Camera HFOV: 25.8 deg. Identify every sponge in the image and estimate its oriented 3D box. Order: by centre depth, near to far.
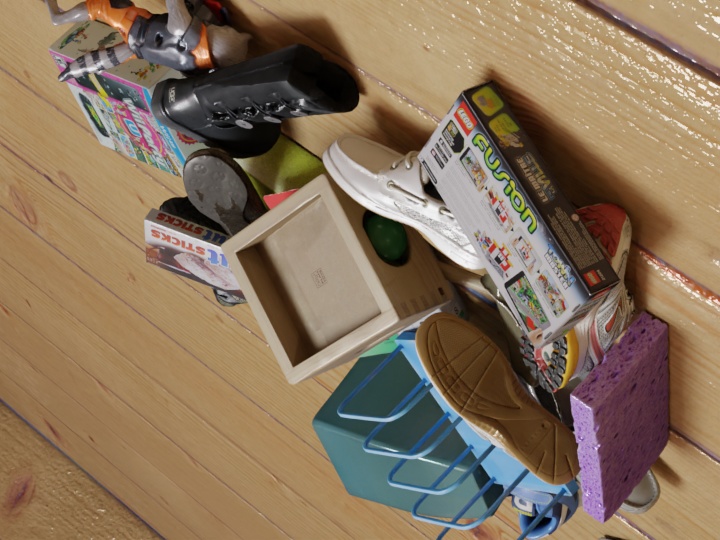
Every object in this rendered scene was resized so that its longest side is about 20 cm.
[{"bbox_3d":[0.239,0.137,1.428,0.030,0.112,0.201,30,153,30],"label":"sponge"}]

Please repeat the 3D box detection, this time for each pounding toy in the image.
[{"bbox_3d":[0.009,0.000,1.533,0.200,0.142,0.185,-32,82,36],"label":"pounding toy"}]

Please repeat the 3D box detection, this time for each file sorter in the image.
[{"bbox_3d":[0.092,0.178,1.575,0.200,0.123,0.139,54,156,-17],"label":"file sorter"}]

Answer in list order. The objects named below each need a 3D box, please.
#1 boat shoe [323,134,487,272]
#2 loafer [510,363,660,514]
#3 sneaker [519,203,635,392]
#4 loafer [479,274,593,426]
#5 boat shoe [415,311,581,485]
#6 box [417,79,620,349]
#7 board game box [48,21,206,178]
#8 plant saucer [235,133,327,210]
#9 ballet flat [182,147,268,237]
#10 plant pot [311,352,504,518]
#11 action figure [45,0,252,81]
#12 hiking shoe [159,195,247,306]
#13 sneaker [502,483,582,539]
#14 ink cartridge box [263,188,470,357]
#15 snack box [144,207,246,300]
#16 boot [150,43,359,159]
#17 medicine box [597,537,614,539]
[{"bbox_3d":[0.057,-0.079,1.424,0.199,0.071,0.070,32,131,17],"label":"boat shoe"},{"bbox_3d":[0.221,0.161,1.556,0.200,0.070,0.070,44,169,3],"label":"loafer"},{"bbox_3d":[0.196,0.015,1.357,0.078,0.082,0.201,51,148,31],"label":"sneaker"},{"bbox_3d":[0.168,0.075,1.470,0.200,0.069,0.075,52,-168,-17],"label":"loafer"},{"bbox_3d":[0.122,0.124,1.474,0.200,0.071,0.069,48,171,0],"label":"boat shoe"},{"bbox_3d":[0.128,-0.045,1.306,0.201,0.035,0.110,60,150,14],"label":"box"},{"bbox_3d":[-0.249,-0.192,1.784,0.199,0.064,0.148,23,150,42],"label":"board game box"},{"bbox_3d":[-0.080,-0.067,1.723,0.200,0.048,0.200,35,156,22],"label":"plant saucer"},{"bbox_3d":[-0.129,-0.073,1.637,0.067,0.047,0.200,-9,147,18],"label":"ballet flat"},{"bbox_3d":[0.080,0.192,1.779,0.199,0.141,0.142,17,146,36],"label":"plant pot"},{"bbox_3d":[-0.196,-0.214,1.573,0.192,0.105,0.200,4,145,22],"label":"action figure"},{"bbox_3d":[-0.157,-0.006,1.824,0.199,0.076,0.101,31,115,-10],"label":"hiking shoe"},{"bbox_3d":[0.195,0.216,1.686,0.074,0.082,0.201,29,151,38],"label":"sneaker"},{"bbox_3d":[0.000,0.000,1.621,0.160,0.050,0.200,-10,127,34],"label":"ink cartridge box"},{"bbox_3d":[-0.149,-0.007,1.759,0.199,0.024,0.072,20,138,13],"label":"snack box"},{"bbox_3d":[-0.079,-0.162,1.523,0.199,0.066,0.164,-10,167,41],"label":"boot"},{"bbox_3d":[0.341,0.410,1.735,0.200,0.103,0.182,54,156,-20],"label":"medicine box"}]
